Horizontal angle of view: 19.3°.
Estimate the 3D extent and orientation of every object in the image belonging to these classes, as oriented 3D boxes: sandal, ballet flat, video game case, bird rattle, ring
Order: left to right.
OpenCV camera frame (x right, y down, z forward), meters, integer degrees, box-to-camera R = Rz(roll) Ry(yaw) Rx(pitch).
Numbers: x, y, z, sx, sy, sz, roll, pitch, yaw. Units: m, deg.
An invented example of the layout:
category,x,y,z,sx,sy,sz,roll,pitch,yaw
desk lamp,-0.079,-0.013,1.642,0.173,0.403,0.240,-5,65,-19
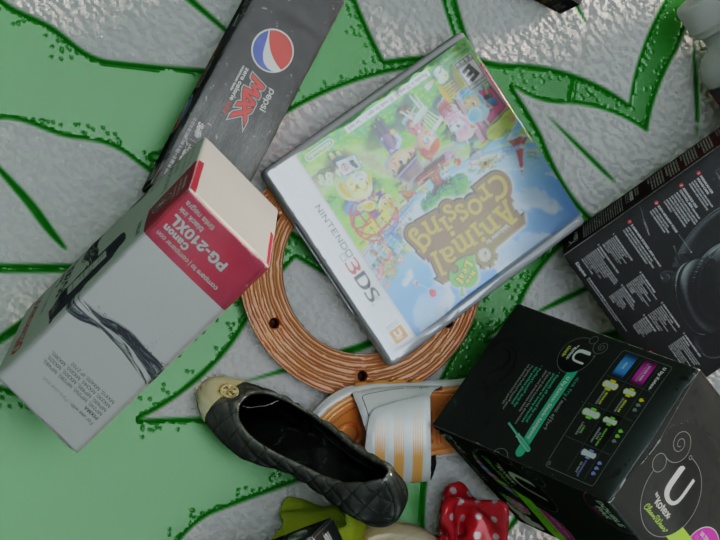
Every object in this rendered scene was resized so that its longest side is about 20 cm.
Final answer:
category,x,y,z,sx,sy,sz,roll,pitch,yaw
ballet flat,-0.043,0.125,1.589,0.199,0.057,0.066,27,50,27
ring,0.000,0.000,1.669,0.198,0.019,0.203,1,87,-14
bird rattle,0.026,0.241,1.647,0.198,0.112,0.165,8,98,-27
video game case,0.051,-0.057,1.663,0.199,0.022,0.183,-36,96,-14
sandal,0.054,0.124,1.648,0.205,0.059,0.080,-11,110,-14

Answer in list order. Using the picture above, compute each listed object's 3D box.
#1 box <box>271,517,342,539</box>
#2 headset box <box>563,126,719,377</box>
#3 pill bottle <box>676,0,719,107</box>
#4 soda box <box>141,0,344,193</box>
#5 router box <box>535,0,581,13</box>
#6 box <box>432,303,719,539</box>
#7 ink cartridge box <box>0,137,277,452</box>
category,x,y,z,sx,sy,sz,roll,pitch,yaw
box,-0.075,0.292,1.569,0.199,0.044,0.161,-23,95,25
headset box,0.282,-0.017,1.675,0.199,0.077,0.149,-36,97,11
pill bottle,0.345,-0.152,1.715,0.110,0.111,0.201,-37,97,-13
soda box,-0.091,-0.134,1.627,0.070,0.063,0.201,29,82,-12
router box,0.139,-0.332,1.698,0.156,0.052,0.202,25,82,-12
box,0.184,0.135,1.593,0.125,0.199,0.149,-53,129,-14
ink cartridge box,-0.159,0.016,1.527,0.200,0.145,0.084,-43,103,13
